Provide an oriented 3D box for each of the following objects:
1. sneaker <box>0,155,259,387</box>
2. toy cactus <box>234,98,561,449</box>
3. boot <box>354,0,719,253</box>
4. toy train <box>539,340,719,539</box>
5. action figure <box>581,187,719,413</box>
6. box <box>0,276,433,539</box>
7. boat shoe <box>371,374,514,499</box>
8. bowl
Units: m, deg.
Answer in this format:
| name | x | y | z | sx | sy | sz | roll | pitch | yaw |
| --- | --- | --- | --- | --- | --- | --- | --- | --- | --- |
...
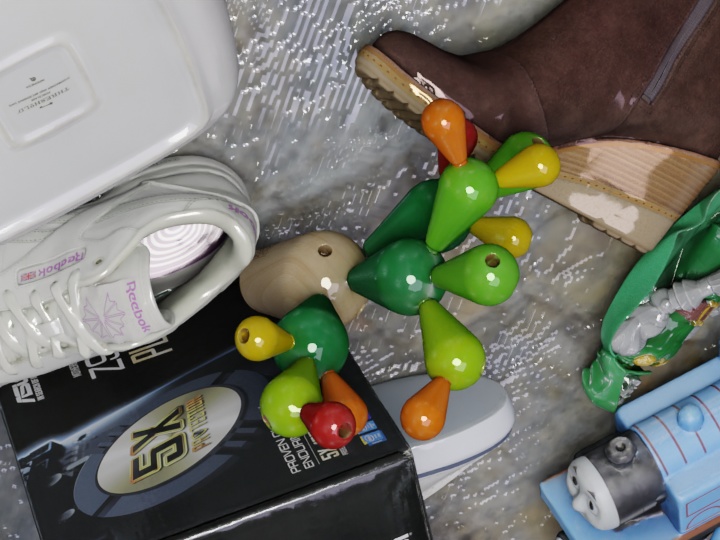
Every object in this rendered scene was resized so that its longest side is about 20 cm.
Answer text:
| name | x | y | z | sx | sy | sz | roll | pitch | yaw |
| --- | --- | --- | --- | --- | --- | --- | --- | --- | --- |
| sneaker | -0.138 | 0.008 | 0.995 | 0.199 | 0.100 | 0.075 | -27 | 112 | -6 |
| toy cactus | 0.000 | 0.000 | 0.960 | 0.102 | 0.164 | 0.201 | 49 | 60 | -28 |
| boot | 0.108 | -0.119 | 1.051 | 0.199 | 0.072 | 0.167 | 26 | 92 | -26 |
| toy train | 0.189 | 0.097 | 1.142 | 0.199 | 0.087 | 0.115 | -25 | 141 | -9 |
| action figure | 0.185 | -0.004 | 1.113 | 0.200 | 0.055 | 0.118 | -49 | 155 | 18 |
| box | -0.072 | 0.096 | 1.002 | 0.163 | 0.200 | 0.087 | -19 | 120 | -9 |
| boat shoe | -0.010 | 0.123 | 1.109 | 0.201 | 0.075 | 0.087 | -21 | 119 | -5 |
| bowl | -0.150 | -0.095 | 0.926 | 0.199 | 0.075 | 0.200 | -27 | 138 | -6 |
